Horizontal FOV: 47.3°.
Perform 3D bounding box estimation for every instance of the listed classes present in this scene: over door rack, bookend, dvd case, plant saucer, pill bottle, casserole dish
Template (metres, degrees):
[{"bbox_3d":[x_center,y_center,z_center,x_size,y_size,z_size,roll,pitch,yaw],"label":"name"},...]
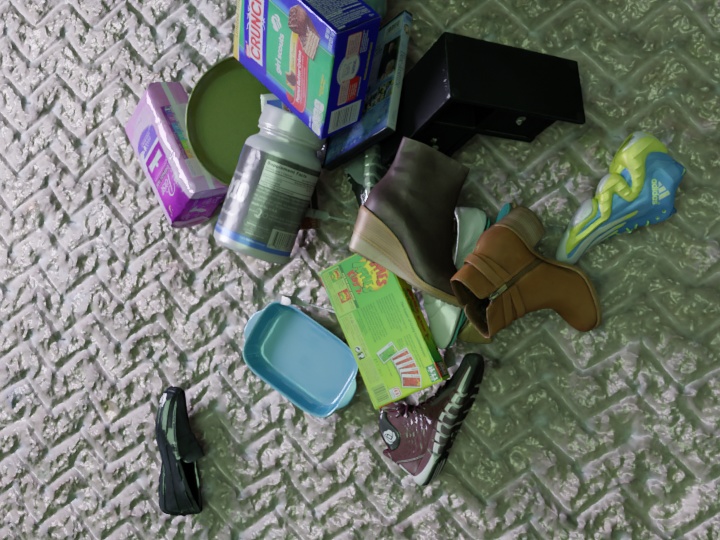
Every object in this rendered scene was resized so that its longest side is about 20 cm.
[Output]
[{"bbox_3d":[0.000,0.000,1.178,0.199,0.067,0.148,14,93,20],"label":"over door rack"},{"bbox_3d":[0.153,-0.208,1.096,0.200,0.198,0.092,144,127,-60],"label":"bookend"},{"bbox_3d":[0.010,-0.246,1.131,0.143,0.018,0.201,-24,49,49],"label":"dvd case"},{"bbox_3d":[-0.159,-0.218,1.219,0.199,0.031,0.201,-3,99,-17],"label":"plant saucer"},{"bbox_3d":[-0.121,-0.120,1.145,0.113,0.114,0.201,23,97,20],"label":"pill bottle"},{"bbox_3d":[-0.085,0.130,1.221,0.200,0.039,0.121,34,99,18],"label":"casserole dish"}]

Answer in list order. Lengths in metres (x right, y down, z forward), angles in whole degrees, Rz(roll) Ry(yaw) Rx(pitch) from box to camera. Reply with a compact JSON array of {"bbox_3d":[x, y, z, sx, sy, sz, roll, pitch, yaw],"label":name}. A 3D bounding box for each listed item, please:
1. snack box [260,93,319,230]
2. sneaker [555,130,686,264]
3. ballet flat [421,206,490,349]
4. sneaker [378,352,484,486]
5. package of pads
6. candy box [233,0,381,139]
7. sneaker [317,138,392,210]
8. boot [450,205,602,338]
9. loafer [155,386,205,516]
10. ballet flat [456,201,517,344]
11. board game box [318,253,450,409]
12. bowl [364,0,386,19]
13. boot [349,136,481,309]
[{"bbox_3d":[-0.103,-0.159,1.211,0.072,0.024,0.201,-5,99,-6],"label":"snack box"},{"bbox_3d":[0.338,-0.072,1.052,0.105,0.076,0.200,33,110,7],"label":"sneaker"},{"bbox_3d":[0.117,0.005,1.119,0.069,0.069,0.201,15,81,20],"label":"ballet flat"},{"bbox_3d":[0.085,0.187,1.137,0.115,0.076,0.201,27,98,22],"label":"sneaker"},{"bbox_3d":[-0.285,-0.176,1.268,0.120,0.076,0.200,-42,71,50],"label":"package of pads"},{"bbox_3d":[-0.075,-0.299,1.054,0.200,0.077,0.169,47,148,25],"label":"candy box"},{"bbox_3d":[-0.012,-0.145,1.182,0.115,0.075,0.201,-13,62,28],"label":"sneaker"},{"bbox_3d":[0.210,0.035,1.034,0.077,0.155,0.200,-12,118,55],"label":"boot"},{"bbox_3d":[-0.274,0.279,1.273,0.070,0.068,0.201,-1,92,12],"label":"loafer"},{"bbox_3d":[0.188,0.007,1.120,0.063,0.069,0.201,21,99,-7],"label":"ballet flat"},{"bbox_3d":[0.031,0.072,1.105,0.101,0.048,0.201,-26,81,17],"label":"board game box"},{"bbox_3d":[-0.016,-0.413,1.153,0.105,0.201,0.202,-2,87,-1],"label":"bowl"},{"bbox_3d":[0.100,-0.057,1.047,0.200,0.072,0.167,29,93,-2],"label":"boot"}]
